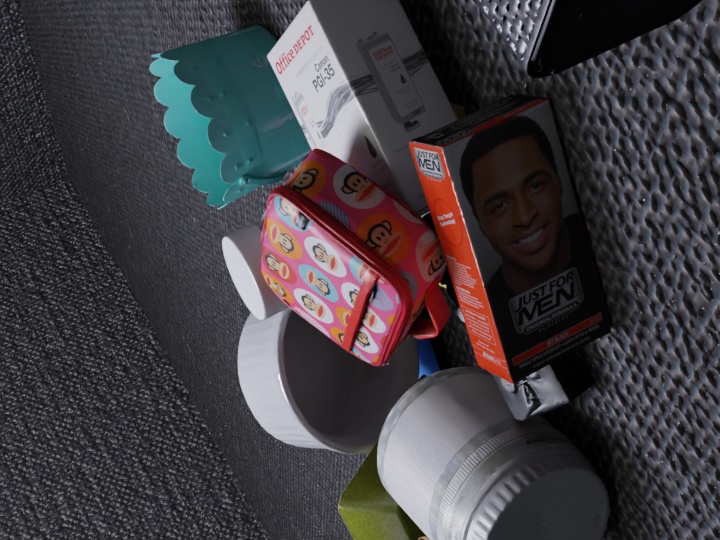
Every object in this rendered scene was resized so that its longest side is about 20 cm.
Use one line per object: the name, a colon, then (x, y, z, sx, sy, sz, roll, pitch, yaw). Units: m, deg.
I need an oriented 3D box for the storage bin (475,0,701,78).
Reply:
storage bin: (0.131, -0.206, 0.598, 0.094, 0.134, 0.200, 58, 162, 20)

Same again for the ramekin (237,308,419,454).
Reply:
ramekin: (-0.038, 0.100, 1.300, 0.097, 0.200, 0.202, -13, 103, 48)

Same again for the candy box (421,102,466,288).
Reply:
candy box: (0.085, -0.064, 1.111, 0.102, 0.026, 0.201, 32, 143, 59)

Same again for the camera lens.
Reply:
camera lens: (0.120, 0.199, 1.143, 0.200, 0.159, 0.161, 41, 151, 52)

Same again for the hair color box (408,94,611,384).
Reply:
hair color box: (0.120, -0.025, 0.940, 0.061, 0.101, 0.201, 25, 138, 65)

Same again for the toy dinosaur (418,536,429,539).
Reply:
toy dinosaur: (0.093, 0.299, 1.146, 0.200, 0.105, 0.061, -106, 19, -61)

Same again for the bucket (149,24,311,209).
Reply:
bucket: (-0.154, -0.191, 1.452, 0.208, 0.134, 0.208, 54, 159, 32)

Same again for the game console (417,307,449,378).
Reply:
game console: (0.024, 0.123, 1.410, 0.117, 0.174, 0.202, -80, -28, -70)

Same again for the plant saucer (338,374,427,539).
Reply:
plant saucer: (0.075, 0.254, 1.301, 0.048, 0.200, 0.201, 3, 130, 37)

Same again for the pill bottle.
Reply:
pill bottle: (-0.031, -0.034, 1.201, 0.110, 0.199, 0.110, 53, 159, 31)

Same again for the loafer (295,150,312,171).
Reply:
loafer: (-0.021, -0.117, 1.306, 0.063, 0.072, 0.200, 46, 172, -8)

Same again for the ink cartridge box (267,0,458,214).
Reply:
ink cartridge box: (0.009, -0.139, 1.052, 0.201, 0.082, 0.146, 63, 159, 0)

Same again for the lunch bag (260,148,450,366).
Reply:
lunch bag: (0.000, 0.000, 1.033, 0.176, 0.082, 0.200, 37, 157, 9)

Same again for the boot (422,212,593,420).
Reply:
boot: (0.106, 0.042, 1.083, 0.201, 0.066, 0.165, 54, 158, -5)
